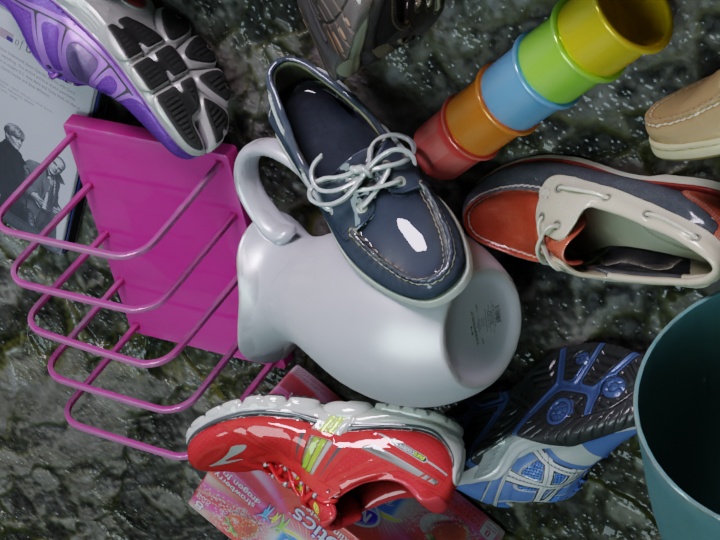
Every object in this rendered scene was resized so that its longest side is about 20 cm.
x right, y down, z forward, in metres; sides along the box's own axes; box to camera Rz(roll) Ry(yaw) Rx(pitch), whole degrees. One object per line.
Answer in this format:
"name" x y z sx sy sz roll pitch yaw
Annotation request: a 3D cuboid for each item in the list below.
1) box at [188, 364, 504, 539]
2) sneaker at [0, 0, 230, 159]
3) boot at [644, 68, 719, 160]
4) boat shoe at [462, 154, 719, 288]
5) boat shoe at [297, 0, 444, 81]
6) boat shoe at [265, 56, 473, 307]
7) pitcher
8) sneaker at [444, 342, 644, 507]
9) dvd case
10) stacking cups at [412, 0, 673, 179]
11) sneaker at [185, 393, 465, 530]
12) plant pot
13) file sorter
"box" -0.012 0.181 1.542 0.200 0.095 0.103 39 137 4
"sneaker" -0.169 -0.146 1.417 0.200 0.081 0.083 46 129 9
"boot" 0.212 -0.153 1.144 0.200 0.073 0.156 -22 111 39
"boat shoe" 0.145 -0.025 1.301 0.200 0.063 0.071 7 128 33
"boat shoe" 0.006 -0.164 1.232 0.200 0.073 0.075 170 75 -85
"boat shoe" 0.001 -0.060 1.319 0.200 0.075 0.062 58 179 33
"pitcher" 0.000 0.000 1.387 0.200 0.121 0.172 12 127 42
"sneaker" 0.135 0.108 1.415 0.077 0.076 0.200 37 141 -28
"dvd case" -0.258 -0.120 1.538 0.150 0.025 0.200 32 134 11
"stacking cups" 0.106 -0.111 1.272 0.061 0.061 0.200 47 140 -4
"sneaker" -0.029 0.132 1.417 0.200 0.085 0.077 -1 159 20
"plant pot" 0.264 0.129 1.248 0.200 0.201 0.161 17 141 24
"file sorter" -0.155 0.016 1.478 0.139 0.125 0.200 13 136 28
